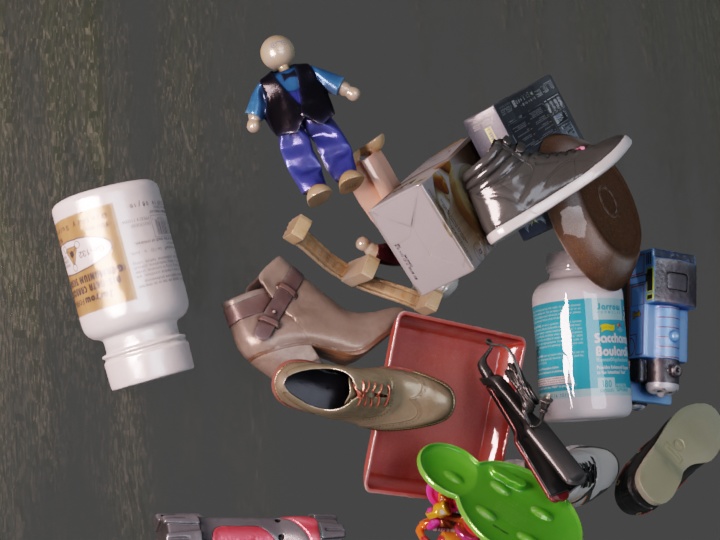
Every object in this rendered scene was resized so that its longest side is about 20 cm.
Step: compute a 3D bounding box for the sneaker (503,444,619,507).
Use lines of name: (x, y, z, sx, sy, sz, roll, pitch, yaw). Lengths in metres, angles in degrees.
sneaker: (0.246, 0.246, 1.634, 0.199, 0.080, 0.074, -5, 83, -42)

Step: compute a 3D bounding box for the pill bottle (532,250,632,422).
pill bottle: (0.263, 0.079, 1.667, 0.110, 0.111, 0.202, 0, 81, -25)

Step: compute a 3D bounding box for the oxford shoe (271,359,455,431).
oxford shoe: (0.006, 0.135, 1.466, 0.198, 0.075, 0.071, 5, 88, -6)

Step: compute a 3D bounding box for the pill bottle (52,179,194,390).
pill bottle: (-0.240, 0.016, 1.439, 0.114, 0.114, 0.201, -14, 87, -26)

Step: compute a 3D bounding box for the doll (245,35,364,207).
doll: (-0.061, -0.178, 1.579, 0.136, 0.048, 0.201, -23, 76, -7)

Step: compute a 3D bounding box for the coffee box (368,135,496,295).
coffee box: (0.104, -0.069, 1.585, 0.115, 0.079, 0.200, 58, 32, -8)

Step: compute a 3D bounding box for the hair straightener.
hair straightener: (0.191, 0.152, 1.538, 0.041, 0.077, 0.201, -4, 56, -39)

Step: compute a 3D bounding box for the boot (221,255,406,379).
boot: (-0.053, 0.047, 1.554, 0.200, 0.070, 0.147, -35, 85, -37)

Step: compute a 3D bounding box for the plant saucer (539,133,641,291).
plant saucer: (0.279, -0.076, 1.639, 0.200, 0.037, 0.202, 31, 47, -40)

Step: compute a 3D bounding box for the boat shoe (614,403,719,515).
boat shoe: (0.384, 0.231, 1.728, 0.201, 0.063, 0.074, -36, 86, -39)

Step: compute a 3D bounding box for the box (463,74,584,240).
box: (0.212, -0.138, 1.665, 0.158, 0.051, 0.200, 61, 33, -4)

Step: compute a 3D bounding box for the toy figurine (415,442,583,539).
toy figurine: (0.118, 0.314, 1.536, 0.199, 0.185, 0.150, 30, 31, 8)

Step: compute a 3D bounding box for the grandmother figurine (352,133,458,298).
grandmother figurine: (0.046, -0.052, 1.618, 0.121, 0.061, 0.201, -35, 94, -19)

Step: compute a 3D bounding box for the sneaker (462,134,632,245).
sneaker: (0.202, -0.121, 1.537, 0.199, 0.071, 0.100, -32, 86, -8)

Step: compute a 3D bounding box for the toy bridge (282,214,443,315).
toy bridge: (0.000, 0.000, 1.581, 0.199, 0.067, 0.027, 29, 70, -17)

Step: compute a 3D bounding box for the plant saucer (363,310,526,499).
plant saucer: (0.090, 0.158, 1.579, 0.199, 0.037, 0.202, 13, 86, -37)

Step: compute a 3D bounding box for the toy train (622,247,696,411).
toy train: (0.354, 0.070, 1.709, 0.086, 0.114, 0.202, 9, 77, -23)

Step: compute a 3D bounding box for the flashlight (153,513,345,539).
flashlight: (-0.116, 0.292, 1.477, 0.199, 0.068, 0.069, 4, 82, -26)
